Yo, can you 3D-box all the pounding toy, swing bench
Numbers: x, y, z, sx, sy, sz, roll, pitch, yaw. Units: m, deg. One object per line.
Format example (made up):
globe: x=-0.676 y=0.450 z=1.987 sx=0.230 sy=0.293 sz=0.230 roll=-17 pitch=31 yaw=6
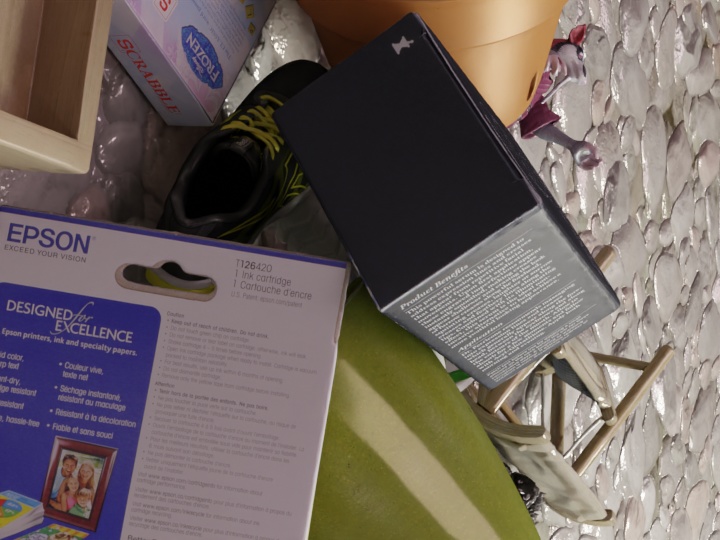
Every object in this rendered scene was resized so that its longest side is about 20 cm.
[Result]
pounding toy: x=-0.224 y=-0.156 z=0.626 sx=0.200 sy=0.142 sz=0.184 roll=19 pitch=77 yaw=-68
swing bench: x=0.177 y=0.104 z=1.267 sx=0.199 sy=0.130 sz=0.200 roll=51 pitch=57 yaw=-48

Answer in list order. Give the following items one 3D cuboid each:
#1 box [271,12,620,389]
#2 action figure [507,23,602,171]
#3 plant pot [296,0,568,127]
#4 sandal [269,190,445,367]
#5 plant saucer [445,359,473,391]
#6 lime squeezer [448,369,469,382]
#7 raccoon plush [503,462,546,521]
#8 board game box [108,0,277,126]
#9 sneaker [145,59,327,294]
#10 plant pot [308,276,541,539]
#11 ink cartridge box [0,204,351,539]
box: x=0.058 y=-0.034 z=0.833 sx=0.148 sy=0.107 sz=0.200 roll=61 pitch=11 yaw=27
action figure: x=0.102 y=-0.131 z=1.070 sx=0.200 sy=0.149 sz=0.134 roll=-41 pitch=139 yaw=-26
plant pot: x=0.052 y=-0.180 z=0.926 sx=0.200 sy=0.200 sz=0.140 roll=-57 pitch=153 yaw=-39
sandal: x=0.003 y=-0.003 z=0.946 sx=0.050 sy=0.082 sz=0.203 roll=-33 pitch=86 yaw=-34
plant saucer: x=0.056 y=0.005 z=1.134 sx=0.200 sy=0.050 sz=0.200 roll=-5 pitch=96 yaw=-57
lime squeezer: x=0.027 y=0.127 z=1.077 sx=0.038 sy=0.071 sz=0.200 roll=-42 pitch=163 yaw=-57
raccoon plush: x=0.105 y=0.250 z=1.201 sx=0.134 sy=0.097 sz=0.200 roll=-62 pitch=141 yaw=-21
board game box: x=-0.115 y=-0.229 z=0.852 sx=0.200 sy=0.041 sz=0.200 roll=56 pitch=47 yaw=-44
sneaker: x=-0.065 y=-0.069 z=0.873 sx=0.200 sy=0.074 sz=0.085 roll=-61 pitch=178 yaw=-31
plant pot: x=0.013 y=0.135 z=0.871 sx=0.200 sy=0.187 sz=0.187 roll=44 pitch=46 yaw=-3
ink cartridge box: x=-0.117 y=0.080 z=0.748 sx=0.047 sy=0.198 sz=0.200 roll=106 pitch=-6 yaw=-80
